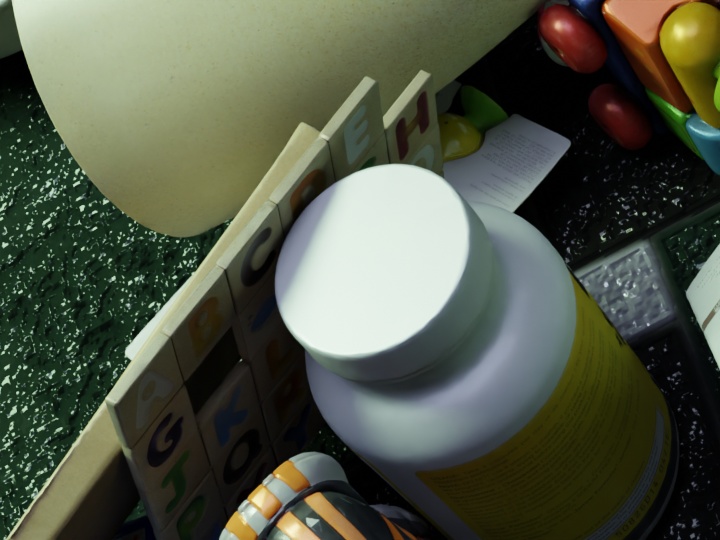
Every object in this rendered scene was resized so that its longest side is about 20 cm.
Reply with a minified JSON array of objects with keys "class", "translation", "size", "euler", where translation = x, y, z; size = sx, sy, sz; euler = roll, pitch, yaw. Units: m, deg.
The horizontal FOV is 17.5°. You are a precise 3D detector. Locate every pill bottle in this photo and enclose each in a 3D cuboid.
[{"class":"pill bottle","translation":[0.046,0.042,0.930],"size":[0.111,0.200,0.113],"euler":[-13,57,21]}]

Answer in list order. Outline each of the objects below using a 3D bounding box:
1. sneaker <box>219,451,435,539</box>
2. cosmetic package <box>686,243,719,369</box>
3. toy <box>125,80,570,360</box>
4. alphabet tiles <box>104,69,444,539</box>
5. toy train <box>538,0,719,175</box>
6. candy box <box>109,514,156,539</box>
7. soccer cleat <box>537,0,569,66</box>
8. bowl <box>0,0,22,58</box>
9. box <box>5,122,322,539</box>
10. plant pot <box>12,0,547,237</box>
[{"class":"sneaker","translation":[0.018,0.145,0.899],"size":[0.112,0.200,0.078],"euler":[41,89,23]},{"class":"cosmetic package","translation":[0.183,0.007,0.870],"size":[0.074,0.200,0.102],"euler":[37,98,-1]},{"class":"toy","translation":[0.000,0.000,1.079],"size":[0.200,0.047,0.115],"euler":[-49,48,-11]},{"class":"alphabet tiles","translation":[-0.024,0.020,0.930],"size":[0.008,0.167,0.200],"euler":[28,65,22]},{"class":"toy train","translation":[0.136,-0.098,0.966],"size":[0.085,0.200,0.116],"euler":[-43,56,-1]},{"class":"candy box","translation":[-0.095,0.212,0.987],"size":[0.168,0.077,0.201],"euler":[-19,56,19]},{"class":"soccer cleat","translation":[0.164,-0.166,1.070],"size":[0.200,0.070,0.086],"euler":[-49,51,-5]},{"class":"bowl","translation":[-0.201,-0.185,1.270],"size":[0.200,0.090,0.202],"euler":[-13,57,21]},{"class":"box","translation":[-0.077,0.047,0.945],"size":[0.021,0.164,0.200],"euler":[34,72,5]},{"class":"plant pot","translation":[-0.020,-0.133,1.038],"size":[0.199,0.187,0.188],"euler":[-18,55,26]}]
